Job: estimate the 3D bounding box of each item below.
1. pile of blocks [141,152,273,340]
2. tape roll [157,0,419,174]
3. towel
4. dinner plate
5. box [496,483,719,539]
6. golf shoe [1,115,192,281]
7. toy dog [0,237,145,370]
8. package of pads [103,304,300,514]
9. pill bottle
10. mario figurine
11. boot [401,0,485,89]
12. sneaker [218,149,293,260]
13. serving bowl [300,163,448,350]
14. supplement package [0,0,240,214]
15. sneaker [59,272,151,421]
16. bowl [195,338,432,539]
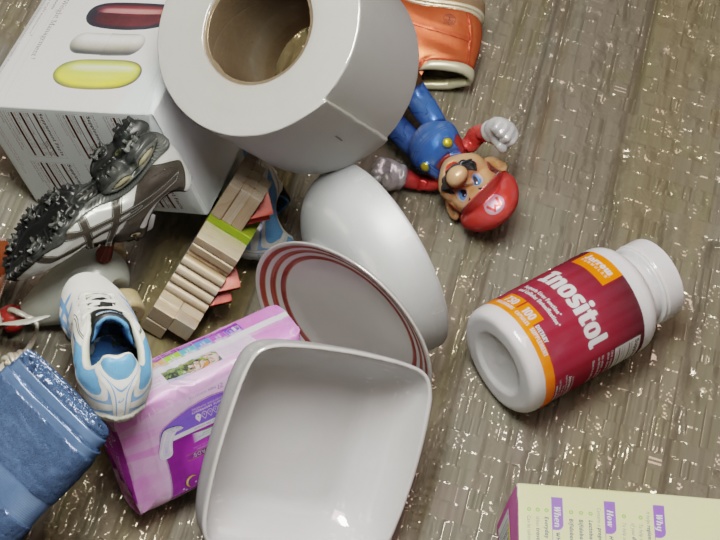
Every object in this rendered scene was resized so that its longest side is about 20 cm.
[{"bbox_3d":[-0.133,-0.014,1.674,0.062,0.200,0.082,32,17,-6],"label":"pile of blocks"},{"bbox_3d":[-0.064,-0.200,1.583,0.202,0.139,0.203,-5,77,23],"label":"tape roll"},{"bbox_3d":[-0.305,0.171,1.433,0.112,0.049,0.200,44,89,13],"label":"towel"},{"bbox_3d":[-0.012,0.049,1.611,0.200,0.200,0.024,35,54,13],"label":"dinner plate"},{"bbox_3d":[0.227,0.295,1.557,0.200,0.097,0.176,5,57,-5],"label":"box"},{"bbox_3d":[-0.239,-0.045,1.596,0.200,0.094,0.078,-39,39,15],"label":"golf shoe"},{"bbox_3d":[-0.295,0.019,1.646,0.200,0.096,0.132,-37,66,-28],"label":"toy dog"},{"bbox_3d":[-0.139,0.126,1.588,0.200,0.121,0.076,-25,33,-21],"label":"package of pads"},{"bbox_3d":[0.212,0.047,1.700,0.200,0.113,0.113,-27,66,-23],"label":"pill bottle"},{"bbox_3d":[0.082,-0.122,1.785,0.106,0.124,0.200,-24,60,-36],"label":"mario figurine"},{"bbox_3d":[0.033,-0.249,1.885,0.200,0.075,0.107,5,69,0],"label":"boot"},{"bbox_3d":[-0.112,-0.094,1.770,0.072,0.072,0.200,7,54,-27],"label":"sneaker"},{"bbox_3d":[0.000,0.000,1.648,0.066,0.200,0.200,-30,67,-19],"label":"serving bowl"},{"bbox_3d":[-0.225,-0.177,1.712,0.200,0.147,0.191,5,54,25],"label":"supplement package"},{"bbox_3d":[-0.220,0.052,1.524,0.072,0.073,0.200,1,30,-19],"label":"sneaker"},{"bbox_3d":[-0.049,0.156,1.551,0.199,0.075,0.200,12,98,-29],"label":"bowl"}]
